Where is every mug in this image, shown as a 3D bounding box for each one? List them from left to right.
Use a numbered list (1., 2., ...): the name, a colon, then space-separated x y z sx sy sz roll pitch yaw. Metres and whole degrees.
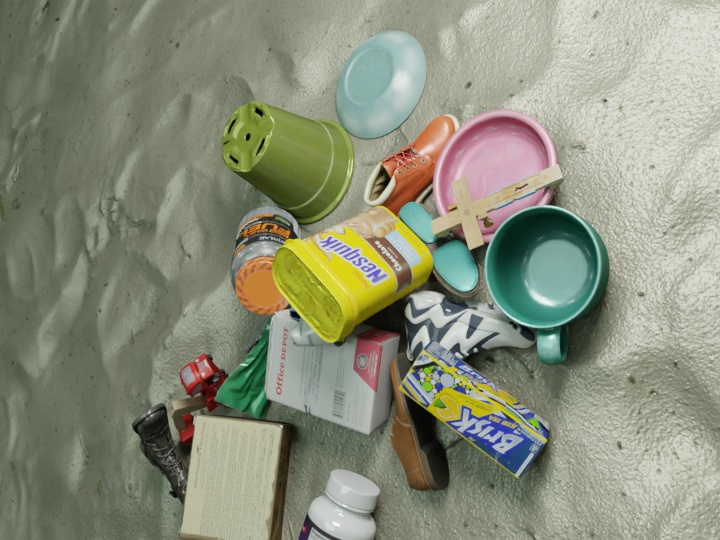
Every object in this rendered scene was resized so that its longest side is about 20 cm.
1. mug: 0.246 0.011 0.880 0.151 0.114 0.188 31 104 26

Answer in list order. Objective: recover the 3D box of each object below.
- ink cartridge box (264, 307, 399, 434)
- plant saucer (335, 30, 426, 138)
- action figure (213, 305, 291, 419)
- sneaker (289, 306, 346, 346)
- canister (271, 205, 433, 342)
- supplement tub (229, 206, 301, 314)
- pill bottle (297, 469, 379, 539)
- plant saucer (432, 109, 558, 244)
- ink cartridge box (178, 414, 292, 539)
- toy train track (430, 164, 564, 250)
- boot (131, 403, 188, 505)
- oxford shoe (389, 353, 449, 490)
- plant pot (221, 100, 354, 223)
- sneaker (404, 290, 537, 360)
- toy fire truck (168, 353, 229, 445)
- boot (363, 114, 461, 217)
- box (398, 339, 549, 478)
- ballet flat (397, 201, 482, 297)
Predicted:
1. ink cartridge box: -0.047 0.153 1.045 0.196 0.084 0.149 13 102 25
2. plant saucer: 0.024 -0.340 1.176 0.198 0.038 0.206 -10 73 35
3. action figure: -0.172 0.154 1.174 0.054 0.117 0.203 24 85 48
4. sneaker: -0.068 0.034 1.010 0.085 0.076 0.202 -11 39 8
5. canister: -0.006 -0.004 0.942 0.148 0.198 0.087 44 137 20
6. supplement tub: -0.160 -0.018 1.131 0.123 0.122 0.201 -46 23 17
7. pill bottle: -0.041 0.416 1.000 0.110 0.111 0.204 20 91 36
8. plant saucer: 0.205 -0.137 0.991 0.197 0.050 0.206 -9 75 34
9. ink cartridge box: -0.209 0.356 1.123 0.161 0.075 0.205 4 80 11
10. toy train track: 0.195 -0.094 0.941 0.197 0.032 0.117 -24 59 23
11. boot: -0.338 0.351 1.201 0.174 0.069 0.202 46 148 24
12. oxford shoe: 0.069 0.228 0.982 0.070 0.071 0.205 -20 77 35
13. plant pot: -0.143 -0.206 1.171 0.197 0.189 0.205 -9 73 34
14. sneaker: 0.152 0.115 0.961 0.195 0.079 0.133 12 104 17
15. toy fire truck: -0.299 0.240 1.208 0.139 0.201 0.049 -32 59 -8
16. boot: 0.083 -0.170 1.053 0.075 0.106 0.202 41 101 36
17. box: 0.155 0.184 0.894 0.198 0.064 0.071 36 109 12
18. ballet flat: 0.126 -0.025 1.012 0.067 0.068 0.202 -29 55 -3
